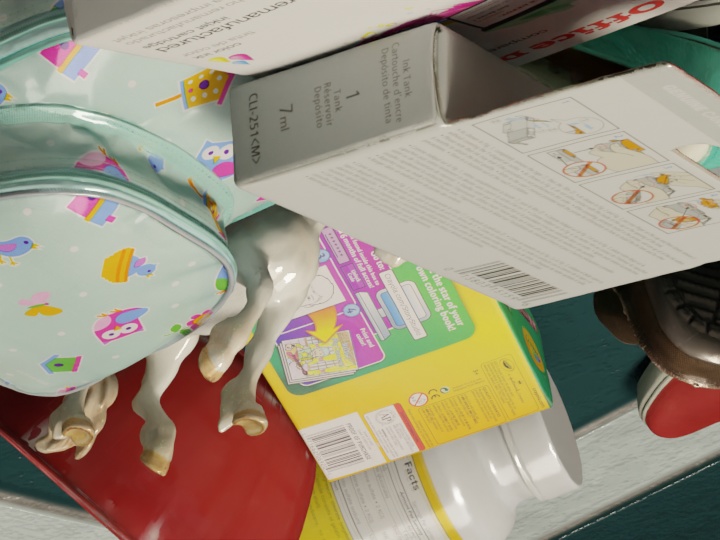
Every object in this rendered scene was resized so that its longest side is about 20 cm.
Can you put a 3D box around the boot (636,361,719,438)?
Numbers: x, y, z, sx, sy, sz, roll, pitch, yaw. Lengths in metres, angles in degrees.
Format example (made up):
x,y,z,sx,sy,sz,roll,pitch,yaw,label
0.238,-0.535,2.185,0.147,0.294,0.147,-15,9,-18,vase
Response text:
x,y,z,sx,sy,sz,roll,pitch,yaw,label
0.253,0.086,1.302,0.072,0.145,0.200,14,143,-45,boot

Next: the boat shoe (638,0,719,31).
x,y,z,sx,sy,sz,roll,pitch,yaw,label
0.195,-0.150,0.915,0.199,0.071,0.064,-17,154,9,boat shoe

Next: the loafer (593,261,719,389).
x,y,z,sx,sy,sz,roll,pitch,yaw,label
0.148,0.010,1.057,0.073,0.200,0.071,19,112,-6,loafer

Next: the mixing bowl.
x,y,z,sx,sy,sz,roll,pitch,yaw,label
-0.096,0.084,1.123,0.109,0.200,0.200,-50,153,-9,mixing bowl

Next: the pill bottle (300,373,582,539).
x,y,z,sx,sy,sz,roll,pitch,yaw,label
0.020,0.119,1.287,0.199,0.113,0.112,-21,152,14,pill bottle

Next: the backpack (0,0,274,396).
x,y,z,sx,sy,sz,roll,pitch,yaw,label
-0.117,-0.053,0.869,0.200,0.154,0.176,-34,142,22,backpack

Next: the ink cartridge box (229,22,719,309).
x,y,z,sx,sy,sz,roll,pitch,yaw,label
0.078,-0.042,0.832,0.173,0.044,0.200,-15,158,31,ink cartridge box

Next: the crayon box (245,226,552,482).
x,y,z,sx,sy,sz,roll,pitch,yaw,label
0.000,0.000,1.043,0.118,0.058,0.200,-19,130,12,crayon box

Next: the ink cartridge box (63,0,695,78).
x,y,z,sx,sy,sz,roll,pitch,yaw,label
0.011,-0.124,0.779,0.144,0.084,0.200,-17,168,33,ink cartridge box

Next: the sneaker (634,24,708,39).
x,y,z,sx,sy,sz,roll,pitch,yaw,label
0.090,-0.062,1.048,0.079,0.076,0.200,10,141,-13,sneaker

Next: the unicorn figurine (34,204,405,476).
x,y,z,sx,sy,sz,roll,pitch,yaw,label
-0.051,0.010,0.939,0.199,0.138,0.074,-7,136,25,unicorn figurine

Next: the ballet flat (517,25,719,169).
x,y,z,sx,sy,sz,roll,pitch,yaw,label
0.086,-0.070,0.936,0.199,0.071,0.067,18,137,-7,ballet flat
